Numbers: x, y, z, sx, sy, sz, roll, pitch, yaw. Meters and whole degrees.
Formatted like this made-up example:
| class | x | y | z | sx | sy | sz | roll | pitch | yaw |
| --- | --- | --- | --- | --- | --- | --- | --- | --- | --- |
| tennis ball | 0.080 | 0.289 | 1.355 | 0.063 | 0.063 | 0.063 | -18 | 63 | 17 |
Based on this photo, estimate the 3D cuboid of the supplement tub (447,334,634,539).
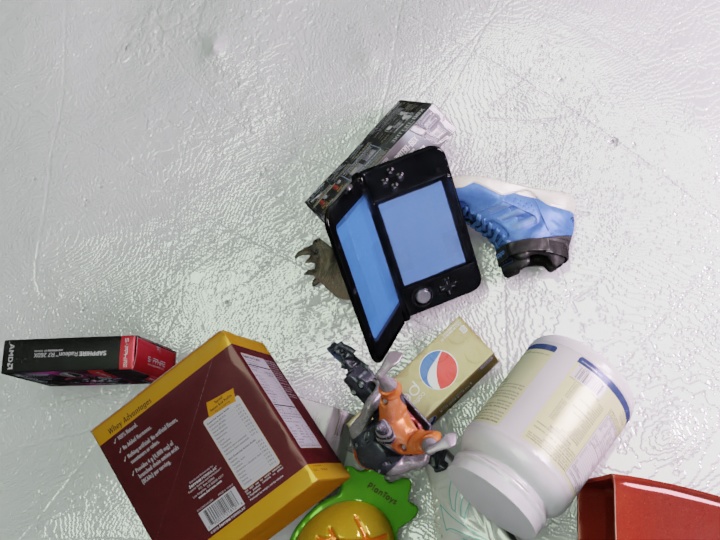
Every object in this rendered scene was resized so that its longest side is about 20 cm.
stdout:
| class | x | y | z | sx | sy | sz | roll | pitch | yaw |
| --- | --- | --- | --- | --- | --- | --- | --- | --- | --- |
| supplement tub | 0.207 | 0.190 | 1.100 | 0.145 | 0.145 | 0.200 | 34 | 68 | 20 |

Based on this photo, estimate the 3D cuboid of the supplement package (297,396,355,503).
| class | x | y | z | sx | sy | sz | roll | pitch | yaw |
| --- | --- | --- | --- | --- | --- | --- | --- | --- | --- |
| supplement package | -0.125 | 0.212 | 1.218 | 0.198 | 0.121 | 0.121 | 12 | 80 | 16 |

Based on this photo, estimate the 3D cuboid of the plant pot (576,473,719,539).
| class | x | y | z | sx | sy | sz | roll | pitch | yaw |
| --- | --- | --- | --- | --- | --- | --- | --- | --- | --- |
| plant pot | 0.342 | 0.331 | 1.038 | 0.175 | 0.200 | 0.202 | 2 | 76 | 2 |

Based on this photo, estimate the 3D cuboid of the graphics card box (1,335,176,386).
| class | x | y | z | sx | sy | sz | roll | pitch | yaw |
| --- | --- | --- | --- | --- | --- | --- | --- | --- | --- |
| graphics card box | -0.369 | 0.125 | 1.303 | 0.198 | 0.125 | 0.051 | -2 | 75 | 13 |

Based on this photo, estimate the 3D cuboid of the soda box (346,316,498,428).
| class | x | y | z | sx | sy | sz | roll | pitch | yaw |
| --- | --- | --- | --- | --- | --- | --- | --- | --- | --- |
| soda box | 0.079 | 0.155 | 1.211 | 0.200 | 0.064 | 0.068 | -43 | 70 | 0 |

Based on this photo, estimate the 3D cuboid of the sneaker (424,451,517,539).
| class | x | y | z | sx | sy | sz | roll | pitch | yaw |
| --- | --- | --- | --- | --- | --- | --- | --- | --- | --- |
| sneaker | 0.115 | 0.292 | 1.163 | 0.080 | 0.070 | 0.201 | -37 | 70 | 6 |

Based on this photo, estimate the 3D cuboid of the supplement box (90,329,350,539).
| class | x | y | z | sx | sy | sz | roll | pitch | yaw |
| --- | --- | --- | --- | --- | --- | --- | --- | --- | --- |
| supplement box | -0.158 | 0.211 | 1.092 | 0.197 | 0.133 | 0.201 | -37 | 72 | 6 |

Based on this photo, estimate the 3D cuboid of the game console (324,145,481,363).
| class | x | y | z | sx | sy | sz | roll | pitch | yaw |
| --- | --- | --- | --- | --- | --- | --- | --- | --- | --- |
| game console | 0.057 | -0.022 | 1.142 | 0.175 | 0.116 | 0.201 | -21 | 112 | -4 |

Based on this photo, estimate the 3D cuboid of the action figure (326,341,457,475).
| class | x | y | z | sx | sy | sz | roll | pitch | yaw |
| --- | --- | --- | --- | --- | --- | --- | --- | --- | --- |
| action figure | 0.017 | 0.166 | 1.090 | 0.200 | 0.194 | 0.104 | 43 | 60 | 11 |

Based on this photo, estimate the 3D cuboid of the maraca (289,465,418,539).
| class | x | y | z | sx | sy | sz | roll | pitch | yaw |
| --- | --- | --- | --- | --- | --- | --- | --- | --- | --- |
| maraca | -0.012 | 0.328 | 1.161 | 0.137 | 0.107 | 0.201 | 34 | 87 | -20 |

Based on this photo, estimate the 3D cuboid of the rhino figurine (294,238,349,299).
| class | x | y | z | sx | sy | sz | roll | pitch | yaw |
| --- | --- | --- | --- | --- | --- | --- | --- | --- | --- |
| rhino figurine | 0.000 | 0.000 | 1.275 | 0.198 | 0.060 | 0.088 | 12 | 76 | 19 |

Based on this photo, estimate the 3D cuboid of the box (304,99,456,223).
| class | x | y | z | sx | sy | sz | roll | pitch | yaw |
| --- | --- | --- | --- | --- | --- | --- | --- | --- | --- |
| box | 0.022 | -0.136 | 1.255 | 0.050 | 0.158 | 0.200 | 43 | 89 | -18 |

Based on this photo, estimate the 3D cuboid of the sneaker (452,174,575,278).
| class | x | y | z | sx | sy | sz | roll | pitch | yaw |
| --- | --- | --- | --- | --- | --- | --- | --- | --- | --- |
| sneaker | 0.174 | -0.052 | 1.217 | 0.198 | 0.077 | 0.112 | 9 | 74 | -6 |
